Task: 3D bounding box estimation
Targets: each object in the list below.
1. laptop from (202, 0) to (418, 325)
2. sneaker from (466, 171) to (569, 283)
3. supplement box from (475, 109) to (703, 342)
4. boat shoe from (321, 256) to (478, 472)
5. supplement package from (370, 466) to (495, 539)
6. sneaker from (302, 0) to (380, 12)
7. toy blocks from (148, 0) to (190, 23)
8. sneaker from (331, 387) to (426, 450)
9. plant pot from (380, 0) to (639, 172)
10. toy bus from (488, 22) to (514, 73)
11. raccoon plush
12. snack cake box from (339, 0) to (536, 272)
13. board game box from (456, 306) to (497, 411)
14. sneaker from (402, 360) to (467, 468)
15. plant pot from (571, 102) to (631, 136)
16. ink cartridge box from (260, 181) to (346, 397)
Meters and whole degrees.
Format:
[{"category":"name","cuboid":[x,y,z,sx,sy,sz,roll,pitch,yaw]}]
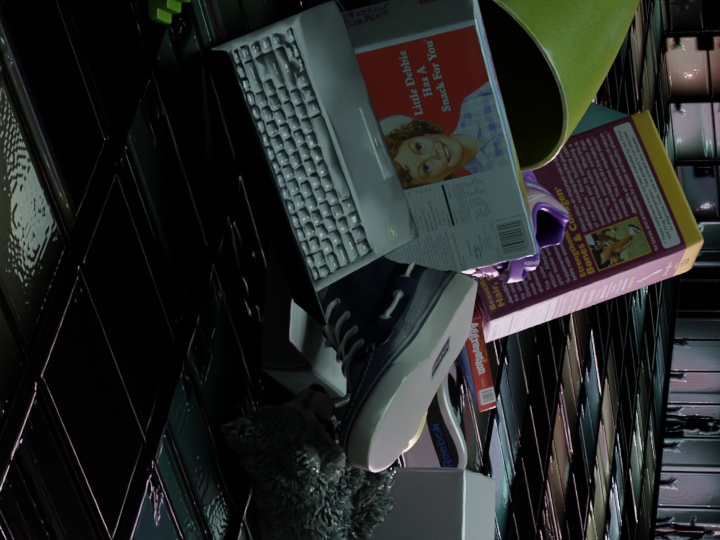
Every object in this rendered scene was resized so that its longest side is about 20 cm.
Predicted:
[{"category":"laptop","cuboid":[-0.021,-0.076,1.360,0.200,0.103,0.177,-28,103,-43]},{"category":"sneaker","cuboid":[0.094,-0.021,1.690,0.200,0.088,0.081,-33,152,-37]},{"category":"supplement box","cuboid":[0.176,-0.035,1.824,0.103,0.200,0.131,85,-14,-75]},{"category":"boat shoe","cuboid":[0.005,0.058,1.434,0.200,0.093,0.075,-52,154,-53]},{"category":"supplement package","cuboid":[0.035,0.255,1.649,0.121,0.120,0.200,32,59,-72]},{"category":"sneaker","cuboid":[-0.009,-0.131,1.604,0.078,0.070,0.200,-65,149,-41]},{"category":"toy blocks","cuboid":[-0.060,-0.199,1.240,0.200,0.137,0.100,3,87,-75]},{"category":"sneaker","cuboid":[0.018,0.116,1.681,0.200,0.078,0.090,-36,132,-70]},{"category":"plant pot","cuboid":[0.135,-0.209,1.626,0.200,0.187,0.187,-46,142,-30]},{"category":"toy bus","cuboid":[0.104,-0.150,1.787,0.200,0.192,0.136,6,83,-77]},{"category":"raccoon plush","cuboid":[-0.041,0.175,1.427,0.134,0.097,0.200,5,85,-68]},{"category":"snack cake box","cuboid":[0.049,-0.095,1.527,0.067,0.115,0.200,-90,166,-58]},{"category":"board game box","cuboid":[0.076,0.023,1.851,0.200,0.019,0.103,-113,-171,-52]},{"category":"sneaker","cuboid":[0.048,0.077,1.835,0.112,0.073,0.200,-91,173,-73]},{"category":"plant pot","cuboid":[0.177,-0.082,1.982,0.200,0.188,0.200,-179,-90,-89]},{"category":"ink cartridge box","cuboid":[-0.042,-0.026,1.497,0.176,0.045,0.200,50,41,-69]}]
